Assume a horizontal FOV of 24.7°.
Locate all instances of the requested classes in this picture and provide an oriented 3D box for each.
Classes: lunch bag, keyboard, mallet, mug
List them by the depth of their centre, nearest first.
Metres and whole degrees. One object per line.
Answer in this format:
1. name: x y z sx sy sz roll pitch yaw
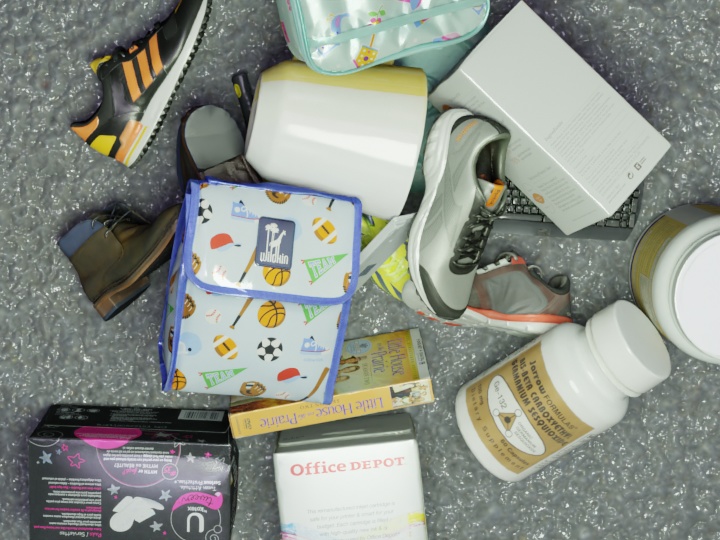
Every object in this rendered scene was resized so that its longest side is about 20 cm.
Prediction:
1. lunch bag: 0.022 -0.267 1.498 0.200 0.077 0.161 -17 112 -14
2. lunch bag: -0.095 0.016 1.536 0.170 0.124 0.200 7 112 -15
3. mug: -0.028 -0.146 1.580 0.153 0.187 0.150 10 134 -8
4. keyboard: 0.000 0.000 1.628 0.011 0.056 0.200 56 133 12
5. keyboard: 0.193 -0.097 1.670 0.200 0.021 0.127 3 97 -13
6. mallet: -0.101 -0.099 1.679 0.041 0.066 0.200 -15 81 -34

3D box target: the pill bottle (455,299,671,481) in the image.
1. pill bottle: 0.201 0.117 1.632 0.200 0.114 0.114 -36 97 28

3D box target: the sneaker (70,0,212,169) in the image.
1. sneaker: -0.220 -0.206 1.645 0.090 0.070 0.200 25 98 -7

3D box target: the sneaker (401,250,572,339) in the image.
1. sneaker: 0.129 0.017 1.662 0.200 0.077 0.082 13 81 -31

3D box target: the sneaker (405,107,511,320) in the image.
1. sneaker: 0.096 -0.050 1.550 0.079 0.074 0.200 15 102 42

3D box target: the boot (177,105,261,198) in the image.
1. boot: -0.135 -0.071 1.653 0.075 0.097 0.200 -16 103 -13

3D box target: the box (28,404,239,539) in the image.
1. box: -0.225 0.208 1.665 0.200 0.132 0.115 3 100 -1

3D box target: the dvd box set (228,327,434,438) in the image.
1. dvd box set: -0.031 0.111 1.647 0.200 0.146 0.029 -10 108 2

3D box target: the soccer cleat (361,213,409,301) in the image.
1. soccer cleat: 0.012 -0.031 1.661 0.200 0.084 0.065 44 94 -5

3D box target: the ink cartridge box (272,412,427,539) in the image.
1. ink cartridge box: -0.007 0.256 1.665 0.145 0.145 0.200 -5 97 0

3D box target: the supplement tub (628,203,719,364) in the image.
1. supplement tub: 0.348 0.013 1.611 0.145 0.200 0.146 0 97 0

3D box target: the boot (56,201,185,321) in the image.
1. boot: -0.236 -0.032 1.627 0.097 0.075 0.200 50 135 3

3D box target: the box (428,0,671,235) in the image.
1. box: 0.178 -0.144 1.587 0.200 0.124 0.097 43 76 -4

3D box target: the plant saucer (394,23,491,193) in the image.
1. plant saucer: 0.061 -0.177 1.669 0.200 0.036 0.200 0 98 0
